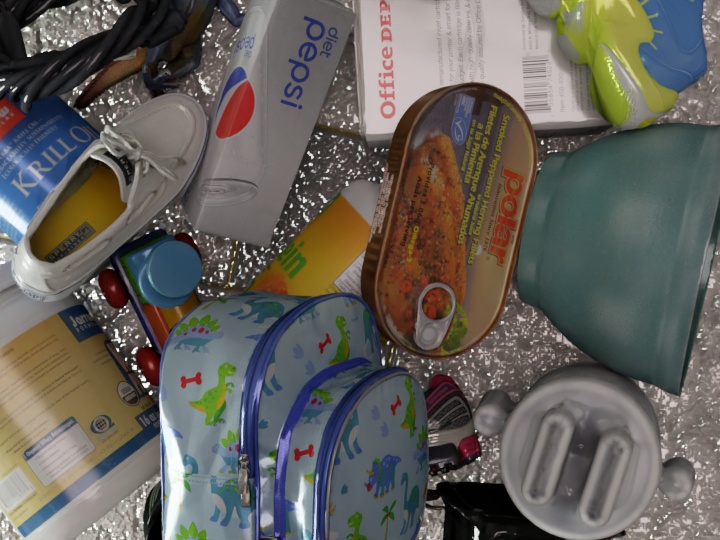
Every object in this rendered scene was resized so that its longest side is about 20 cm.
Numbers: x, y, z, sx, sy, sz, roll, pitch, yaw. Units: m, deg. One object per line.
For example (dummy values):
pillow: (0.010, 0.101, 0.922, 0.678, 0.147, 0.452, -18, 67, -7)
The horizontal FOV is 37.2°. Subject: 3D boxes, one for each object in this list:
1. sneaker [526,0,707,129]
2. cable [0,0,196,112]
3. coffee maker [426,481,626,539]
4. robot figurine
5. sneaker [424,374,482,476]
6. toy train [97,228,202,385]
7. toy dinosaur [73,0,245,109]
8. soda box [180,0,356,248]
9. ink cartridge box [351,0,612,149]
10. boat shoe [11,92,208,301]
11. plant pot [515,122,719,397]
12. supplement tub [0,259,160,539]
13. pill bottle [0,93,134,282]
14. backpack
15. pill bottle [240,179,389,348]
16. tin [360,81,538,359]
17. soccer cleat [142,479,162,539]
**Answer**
sneaker: (0.185, -0.206, 0.782, 0.104, 0.076, 0.201, -25, 90, -17)
cable: (-0.222, -0.182, 0.816, 0.199, 0.051, 0.163, 22, 61, 41)
coffee maker: (0.099, 0.278, 0.847, 0.190, 0.135, 0.202, 9, 92, 13)
robot figurine: (0.166, 0.129, 0.793, 0.168, 0.200, 0.114, 22, 96, 13)
sneaker: (-0.004, 0.144, 0.876, 0.198, 0.081, 0.075, -13, 74, -3)
toy train: (-0.128, 0.065, 0.848, 0.084, 0.116, 0.202, -27, 99, -19)
toy dinosaur: (-0.145, -0.228, 0.869, 0.198, 0.105, 0.183, 3, 73, 14)
soda box: (-0.076, -0.124, 0.843, 0.068, 0.063, 0.202, 15, 107, -26)
ink cartridge box: (0.096, -0.178, 0.853, 0.198, 0.083, 0.149, -3, 91, 3)
boat shoe: (-0.176, -0.070, 0.775, 0.075, 0.086, 0.202, 41, 61, -1)
plant pot: (0.196, -0.020, 0.806, 0.133, 0.200, 0.202, 13, 92, 19)
supplement tub: (-0.253, 0.106, 0.851, 0.144, 0.145, 0.201, -37, 89, 4)
pill bottle: (-0.271, -0.090, 0.864, 0.200, 0.112, 0.112, 40, 93, 1)
backpack: (-0.039, 0.115, 0.716, 0.146, 0.183, 0.202, 0, 99, 29)
pill bottle: (0.000, 0.000, 0.850, 0.111, 0.111, 0.200, 45, 93, 2)
tin: (0.065, -0.036, 0.783, 0.111, 0.042, 0.202, 13, 92, -21)
soccer cleat: (-0.143, 0.197, 0.834, 0.067, 0.081, 0.201, 28, 138, 1)
